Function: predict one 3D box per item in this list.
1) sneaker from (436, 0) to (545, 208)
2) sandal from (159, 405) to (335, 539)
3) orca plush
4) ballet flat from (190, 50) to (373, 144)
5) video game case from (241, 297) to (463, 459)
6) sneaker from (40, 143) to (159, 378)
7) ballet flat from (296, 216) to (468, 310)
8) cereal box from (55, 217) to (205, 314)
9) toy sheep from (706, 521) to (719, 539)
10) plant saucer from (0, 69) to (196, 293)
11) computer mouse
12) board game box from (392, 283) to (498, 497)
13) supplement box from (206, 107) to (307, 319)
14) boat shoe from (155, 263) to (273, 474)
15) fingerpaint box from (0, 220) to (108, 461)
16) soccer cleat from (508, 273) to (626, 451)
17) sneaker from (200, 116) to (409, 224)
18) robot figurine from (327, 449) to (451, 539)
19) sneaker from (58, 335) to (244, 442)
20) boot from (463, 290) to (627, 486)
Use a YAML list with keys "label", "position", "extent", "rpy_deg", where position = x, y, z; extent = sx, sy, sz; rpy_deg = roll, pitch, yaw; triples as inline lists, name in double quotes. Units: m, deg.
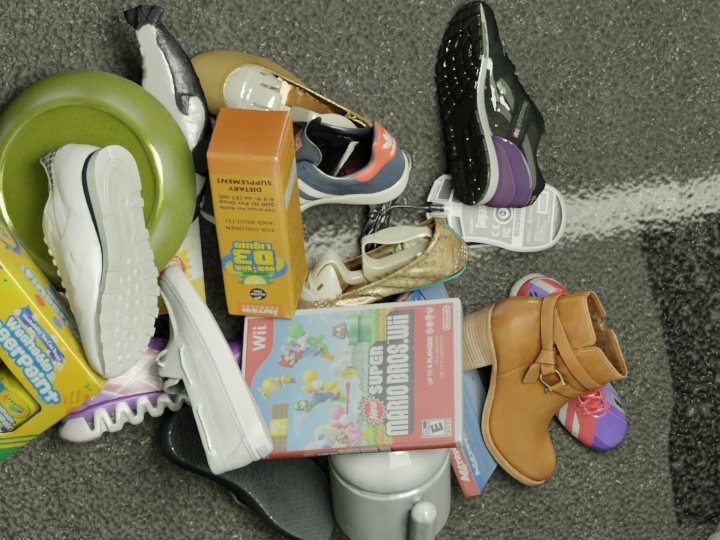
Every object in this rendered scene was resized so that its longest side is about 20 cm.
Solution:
- label: "sneaker"
  position: [0.129, -0.154, 1.687]
  extent: [0.087, 0.076, 0.201]
  rpy_deg: [4, 77, -32]
- label: "sandal"
  position: [-0.104, 0.189, 1.671]
  extent: [0.200, 0.043, 0.076]
  rpy_deg: [37, 60, -20]
- label: "orca plush"
  position: [-0.168, -0.138, 1.582]
  extent: [0.105, 0.071, 0.201]
  rpy_deg: [-17, 96, 27]
- label: "ballet flat"
  position: [-0.066, -0.152, 1.636]
  extent: [0.199, 0.063, 0.069]
  rpy_deg: [20, 89, -18]
- label: "video game case"
  position: [-0.008, 0.096, 1.576]
  extent: [0.199, 0.017, 0.143]
  rpy_deg: [-5, 59, 10]
- label: "sneaker"
  position: [-0.226, -0.008, 1.511]
  extent: [0.076, 0.080, 0.201]
  rpy_deg: [-16, 105, -60]
- label: "ballet flat"
  position: [0.000, 0.000, 1.647]
  extent: [0.200, 0.071, 0.065]
  rpy_deg: [-23, 123, 6]
- label: "cereal box"
  position: [-0.220, -0.057, 1.611]
  extent: [0.143, 0.040, 0.201]
  rpy_deg: [-6, 97, -17]
- label: "toy sheep"
  position: [0.411, 0.293, 1.796]
  extent: [0.199, 0.138, 0.138]
  rpy_deg: [-15, 100, -20]
- label: "plant saucer"
  position: [-0.242, -0.074, 1.548]
  extent: [0.199, 0.031, 0.201]
  rpy_deg: [1, 98, 10]
- label: "computer mouse"
  position: [0.099, -0.055, 1.710]
  extent: [0.199, 0.044, 0.110]
  rpy_deg: [6, 89, -12]
- label: "board game box"
  position: [0.086, 0.105, 1.697]
  extent: [0.019, 0.103, 0.201]
  rpy_deg: [-16, 103, 24]
- label: "supplement box"
  position: [-0.089, -0.047, 1.558]
  extent: [0.066, 0.069, 0.200]
  rpy_deg: [3, 138, 8]
- label: "boat shoe"
  position: [-0.144, 0.088, 1.560]
  extent: [0.068, 0.072, 0.200]
  rpy_deg: [-27, 72, -3]
- label: "fingerpaint box"
  position: [-0.340, 0.061, 1.535]
  extent: [0.167, 0.073, 0.200]
  rpy_deg: [-34, 101, 11]
- label: "soccer cleat"
  position: [0.211, 0.096, 1.742]
  extent: [0.068, 0.073, 0.200]
  rpy_deg: [-31, 104, -13]
- label: "sneaker"
  position: [-0.060, -0.095, 1.600]
  extent: [0.199, 0.075, 0.085]
  rpy_deg: [-12, 145, 10]
- label: "robot figurine"
  position: [0.028, 0.184, 1.647]
  extent: [0.113, 0.170, 0.200]
  rpy_deg: [-23, 141, -17]
- label: "sneaker"
  position: [-0.189, 0.087, 1.620]
  extent: [0.200, 0.080, 0.089]
  rpy_deg: [-18, 93, -14]
- label: "boot"
  position: [0.185, 0.113, 1.688]
  extent: [0.154, 0.074, 0.200]
  rpy_deg: [-15, 116, 30]
